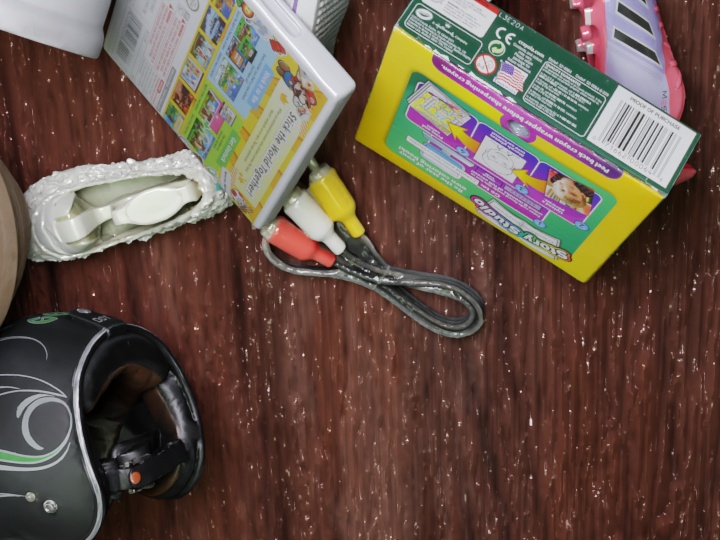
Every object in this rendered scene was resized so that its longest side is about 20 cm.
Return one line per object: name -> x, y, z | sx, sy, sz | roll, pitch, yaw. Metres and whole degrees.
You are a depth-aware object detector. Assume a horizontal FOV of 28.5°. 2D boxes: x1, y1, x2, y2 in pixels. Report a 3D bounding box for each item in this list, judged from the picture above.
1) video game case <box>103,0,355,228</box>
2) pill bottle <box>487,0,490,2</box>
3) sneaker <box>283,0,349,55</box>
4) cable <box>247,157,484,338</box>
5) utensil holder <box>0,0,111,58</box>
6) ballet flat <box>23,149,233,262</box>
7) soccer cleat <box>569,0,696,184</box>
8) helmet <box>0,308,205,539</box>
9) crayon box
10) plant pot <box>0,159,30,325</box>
video game case -> -0.096, -0.140, 0.959 | 0.182, 0.023, 0.200 | 49, 151, 6
pill bottle -> 0.019, -0.259, 0.930 | 0.200, 0.120, 0.120 | 41, 112, -10
sneaker -> -0.071, -0.174, 0.957 | 0.114, 0.073, 0.201 | 30, 154, 2
cable -> 0.000, 0.000, 1.076 | 0.200, 0.050, 0.097 | 41, 112, -8
utensil holder -> -0.220, -0.260, 0.915 | 0.169, 0.170, 0.201 | 19, 95, -1
ballet flat -> -0.190, -0.049, 1.075 | 0.199, 0.072, 0.072 | -16, 109, 15
soccer cleat -> 0.191, -0.147, 0.986 | 0.076, 0.067, 0.201 | -9, 113, 0
helmet -> -0.238, 0.134, 1.092 | 0.190, 0.200, 0.201 | -15, 111, 30
crayon box -> 0.104, -0.090, 0.952 | 0.199, 0.173, 0.058 | 33, 71, 3
plant pot -> -0.316, -0.032, 1.066 | 0.200, 0.093, 0.203 | 7, 104, 30
